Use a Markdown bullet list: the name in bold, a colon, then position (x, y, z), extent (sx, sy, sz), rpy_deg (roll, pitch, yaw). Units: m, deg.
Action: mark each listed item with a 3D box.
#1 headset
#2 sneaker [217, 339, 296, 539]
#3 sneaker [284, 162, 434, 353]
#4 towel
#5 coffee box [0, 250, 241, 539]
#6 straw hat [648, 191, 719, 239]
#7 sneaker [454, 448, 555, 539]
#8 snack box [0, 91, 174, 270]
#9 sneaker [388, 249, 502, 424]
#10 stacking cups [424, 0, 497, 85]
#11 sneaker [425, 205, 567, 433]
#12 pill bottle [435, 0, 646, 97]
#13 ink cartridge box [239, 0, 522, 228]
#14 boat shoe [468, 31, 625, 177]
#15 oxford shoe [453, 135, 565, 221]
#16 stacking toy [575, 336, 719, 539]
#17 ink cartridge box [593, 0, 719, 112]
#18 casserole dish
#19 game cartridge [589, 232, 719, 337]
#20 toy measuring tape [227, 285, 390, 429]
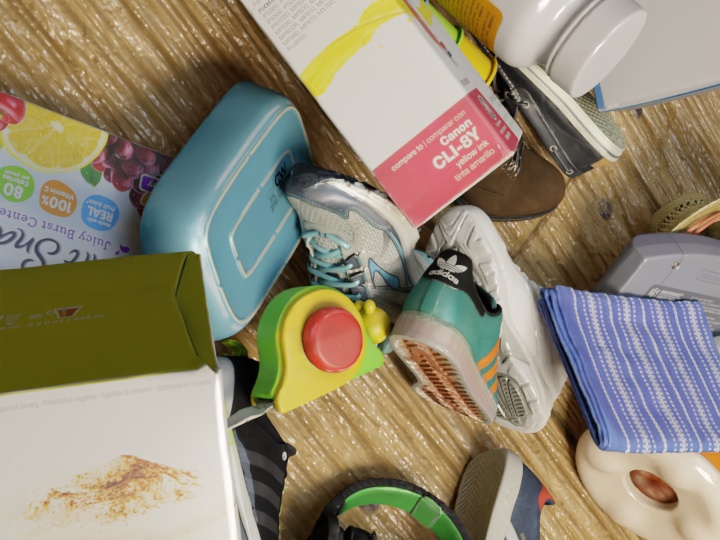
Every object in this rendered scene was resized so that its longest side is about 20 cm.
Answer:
- **headset**: position (0.011, 0.216, 0.688), extent (0.123, 0.094, 0.200), rpy_deg (34, 42, 10)
- **sneaker**: position (-0.070, 0.146, 0.676), extent (0.082, 0.071, 0.201), rpy_deg (-17, 95, -38)
- **sneaker**: position (0.000, 0.000, 0.711), extent (0.087, 0.077, 0.200), rpy_deg (-59, 144, -12)
- **towel**: position (0.240, 0.080, 0.823), extent (0.199, 0.024, 0.146), rpy_deg (6, 53, -33)
- **coffee box**: position (-0.157, 0.114, 0.465), extent (0.198, 0.200, 0.199), rpy_deg (-6, 105, -9)
- **straw hat**: position (0.328, -0.028, 0.983), extent (0.200, 0.202, 0.085), rpy_deg (12, 35, -35)
- **sneaker**: position (0.103, 0.245, 0.792), extent (0.084, 0.075, 0.201), rpy_deg (38, 63, -22)
- **snack box**: position (-0.195, -0.021, 0.611), extent (0.199, 0.053, 0.143), rpy_deg (19, 76, -35)
- **sneaker**: position (0.076, 0.054, 0.745), extent (0.080, 0.071, 0.200), rpy_deg (-64, 159, -17)
- **stacking cups**: position (0.024, -0.209, 0.791), extent (0.200, 0.060, 0.061), rpy_deg (40, 63, -27)
- **sneaker**: position (0.119, 0.029, 0.840), extent (0.099, 0.078, 0.201), rpy_deg (-40, 116, -41)
- **pill bottle**: position (0.120, -0.230, 0.783), extent (0.111, 0.111, 0.200), rpy_deg (-33, 72, -34)
- **ink cartridge box**: position (0.017, -0.142, 0.685), extent (0.200, 0.083, 0.145), rpy_deg (52, 18, -3)
- **boat shoe**: position (0.145, -0.161, 0.876), extent (0.200, 0.062, 0.075), rpy_deg (47, 35, -6)
- **oxford shoe**: position (0.109, -0.088, 0.830), extent (0.199, 0.084, 0.073), rpy_deg (14, 75, -37)
- **stacking toy**: position (0.298, 0.136, 0.912), extent (0.200, 0.146, 0.147), rpy_deg (-46, 112, -34)
- **ink cartridge box**: position (0.279, -0.227, 0.889), extent (0.200, 0.145, 0.148), rpy_deg (-20, 98, -66)
- **casserole dish**: position (-0.076, -0.039, 0.663), extent (0.201, 0.039, 0.122), rpy_deg (-63, 149, -44)
- **game cartridge**: position (0.292, 0.029, 0.931), extent (0.199, 0.134, 0.041), rpy_deg (11, 39, -34)
- **toy measuring tape**: position (-0.061, 0.055, 0.637), extent (0.199, 0.073, 0.074), rpy_deg (-21, 98, -34)
